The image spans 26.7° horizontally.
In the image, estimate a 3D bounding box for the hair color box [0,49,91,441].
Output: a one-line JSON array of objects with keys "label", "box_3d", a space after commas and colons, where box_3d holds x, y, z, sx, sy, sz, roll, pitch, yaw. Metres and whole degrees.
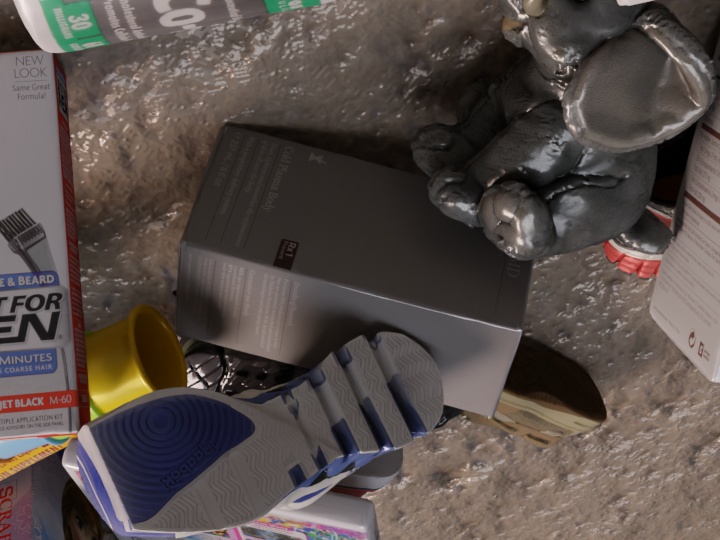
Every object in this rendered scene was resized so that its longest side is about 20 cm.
[{"label": "hair color box", "box_3d": [-0.207, -0.009, 0.805, 0.110, 0.202, 0.064, -5, 174, -5]}]

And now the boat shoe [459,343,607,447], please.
[{"label": "boat shoe", "box_3d": [0.090, 0.081, 1.060, 0.199, 0.072, 0.064, 28, 126, -37]}]

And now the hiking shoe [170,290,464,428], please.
[{"label": "hiking shoe", "box_3d": [-0.019, 0.044, 0.949, 0.198, 0.101, 0.076, 8, 130, -20]}]

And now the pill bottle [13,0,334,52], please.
[{"label": "pill bottle", "box_3d": [-0.064, -0.174, 0.708, 0.198, 0.114, 0.114, -11, 139, 2]}]

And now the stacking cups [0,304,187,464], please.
[{"label": "stacking cups", "box_3d": [-0.200, 0.079, 0.879, 0.198, 0.061, 0.061, -20, 138, 17]}]

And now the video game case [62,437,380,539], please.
[{"label": "video game case", "box_3d": [-0.083, 0.168, 1.011, 0.198, 0.024, 0.182, 11, 156, 9]}]

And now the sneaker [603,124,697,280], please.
[{"label": "sneaker", "box_3d": [0.244, -0.055, 0.932, 0.198, 0.078, 0.083, -16, 135, 5]}]

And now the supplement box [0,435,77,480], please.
[{"label": "supplement box", "box_3d": [-0.274, 0.048, 0.939, 0.110, 0.086, 0.200, -28, 136, 20]}]

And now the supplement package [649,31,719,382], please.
[{"label": "supplement package", "box_3d": [0.252, -0.043, 0.846, 0.116, 0.117, 0.202, 9, 106, -9]}]

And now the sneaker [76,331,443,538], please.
[{"label": "sneaker", "box_3d": [-0.057, 0.105, 0.832, 0.198, 0.081, 0.115, -15, 162, -27]}]

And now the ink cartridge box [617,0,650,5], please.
[{"label": "ink cartridge box", "box_3d": [0.186, -0.235, 0.663, 0.198, 0.148, 0.145, -14, 139, 4]}]

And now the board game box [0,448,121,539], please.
[{"label": "board game box", "box_3d": [-0.199, 0.214, 1.055, 0.041, 0.201, 0.201, -17, 139, 8]}]

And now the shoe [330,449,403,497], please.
[{"label": "shoe", "box_3d": [-0.076, 0.121, 1.006, 0.199, 0.072, 0.091, 17, 139, -27]}]

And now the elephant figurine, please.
[{"label": "elephant figurine", "box_3d": [0.121, -0.112, 0.812, 0.155, 0.141, 0.201, -19, 141, -50]}]

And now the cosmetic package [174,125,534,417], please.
[{"label": "cosmetic package", "box_3d": [0.000, 0.000, 0.884, 0.198, 0.107, 0.091, 11, 137, 2]}]
